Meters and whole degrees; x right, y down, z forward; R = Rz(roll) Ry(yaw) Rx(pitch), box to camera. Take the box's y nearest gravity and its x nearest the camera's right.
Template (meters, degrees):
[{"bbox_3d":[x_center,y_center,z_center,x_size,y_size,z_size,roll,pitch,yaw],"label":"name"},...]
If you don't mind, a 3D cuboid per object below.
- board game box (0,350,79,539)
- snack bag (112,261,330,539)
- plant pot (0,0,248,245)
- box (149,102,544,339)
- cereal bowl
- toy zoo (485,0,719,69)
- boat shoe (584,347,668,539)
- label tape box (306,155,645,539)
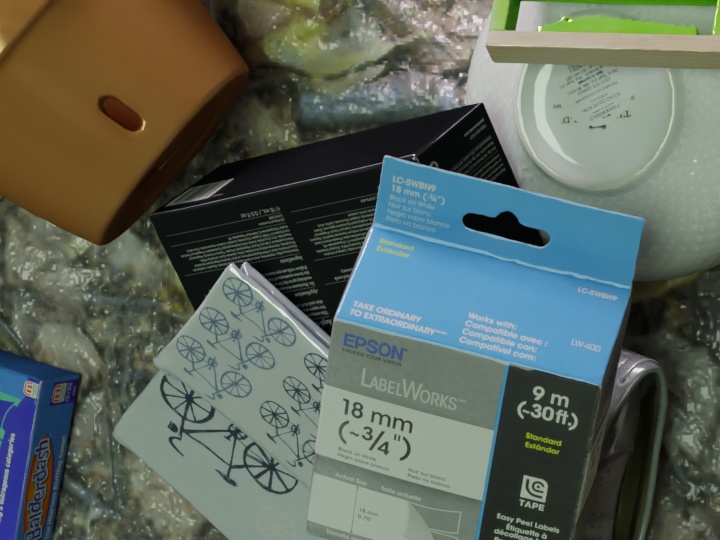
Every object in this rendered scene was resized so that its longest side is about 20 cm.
[{"bbox_3d":[-0.285,0.115,1.626,0.200,0.045,0.152,15,100,28],"label":"board game box"},{"bbox_3d":[-0.046,0.106,1.440,0.189,0.021,0.200,42,137,0],"label":"snack bag"},{"bbox_3d":[-0.161,-0.110,1.474,0.140,0.200,0.200,40,112,2],"label":"plant pot"},{"bbox_3d":[0.000,0.000,1.402,0.200,0.079,0.141,-10,109,40],"label":"box"},{"bbox_3d":[0.142,-0.090,1.361,0.200,0.083,0.200,3,96,29],"label":"cereal bowl"},{"bbox_3d":[0.146,-0.199,1.332,0.131,0.020,0.200,4,66,20],"label":"toy zoo"},{"bbox_3d":[0.127,0.141,1.381,0.065,0.074,0.202,20,98,64],"label":"boat shoe"},{"bbox_3d":[0.056,0.057,1.301,0.144,0.063,0.200,14,118,12],"label":"label tape box"}]
